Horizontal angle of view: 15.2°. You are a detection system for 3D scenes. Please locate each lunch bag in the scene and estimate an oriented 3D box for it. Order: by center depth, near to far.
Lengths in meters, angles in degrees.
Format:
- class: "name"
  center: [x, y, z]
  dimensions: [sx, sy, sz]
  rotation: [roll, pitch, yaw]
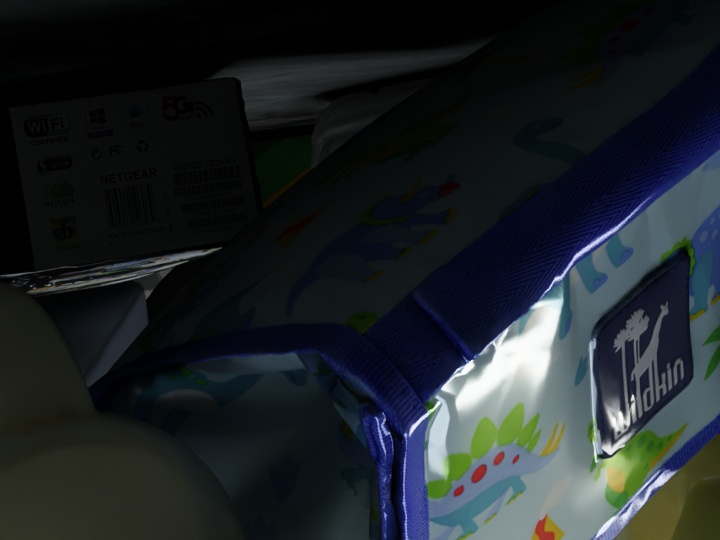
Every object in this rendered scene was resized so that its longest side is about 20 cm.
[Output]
- class: "lunch bag"
  center: [0.031, 0.012, 0.688]
  dimensions: [0.170, 0.127, 0.200]
  rotation: [-41, 174, -27]

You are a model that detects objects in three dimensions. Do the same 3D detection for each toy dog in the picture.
- class: "toy dog"
  center: [-0.096, 0.115, 0.684]
  dimensions: [0.139, 0.195, 0.200]
  rotation: [-24, 175, -24]

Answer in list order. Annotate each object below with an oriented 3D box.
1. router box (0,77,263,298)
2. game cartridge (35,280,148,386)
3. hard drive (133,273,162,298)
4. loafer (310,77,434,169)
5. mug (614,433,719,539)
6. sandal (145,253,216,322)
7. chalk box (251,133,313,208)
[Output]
- class: "router box"
  center: [-0.145, -0.011, 0.799]
  dimensions: [0.199, 0.051, 0.149]
  rotation: [-9, 178, -19]
- class: "game cartridge"
  center: [-0.177, 0.029, 0.883]
  dimensions: [0.199, 0.041, 0.133]
  rotation: [5, -150, 11]
- class: "hard drive"
  center: [-0.203, 0.019, 1.294]
  dimensions: [0.199, 0.043, 0.135]
  rotation: [-11, 176, 38]
- class: "loafer"
  center: [0.079, -0.034, 0.851]
  dimensions: [0.199, 0.070, 0.070]
  rotation: [-11, 169, 26]
- class: "mug"
  center: [0.139, 0.095, 0.823]
  dimensions: [0.149, 0.154, 0.187]
  rotation: [-16, -172, -11]
- class: "sandal"
  center: [0.000, 0.000, 0.920]
  dimensions: [0.199, 0.075, 0.045]
  rotation: [-33, 178, -6]
- class: "chalk box"
  center: [0.040, 0.006, 1.023]
  dimensions: [0.199, 0.125, 0.125]
  rotation: [-9, 176, -16]
